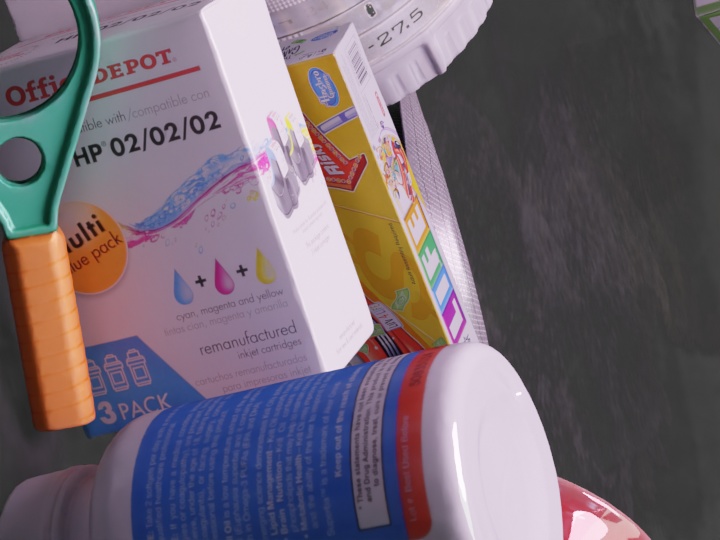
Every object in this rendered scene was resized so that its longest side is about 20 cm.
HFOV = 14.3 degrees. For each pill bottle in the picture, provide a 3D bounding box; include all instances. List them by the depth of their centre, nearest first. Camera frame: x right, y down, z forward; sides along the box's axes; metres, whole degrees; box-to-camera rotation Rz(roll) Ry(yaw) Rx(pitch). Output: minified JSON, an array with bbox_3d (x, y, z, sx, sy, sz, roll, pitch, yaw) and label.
[{"bbox_3d":[-0.033,0.099,1.089,0.112,0.199,0.113,-12,90,-68],"label":"pill bottle"}]

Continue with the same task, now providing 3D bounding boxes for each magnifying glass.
[{"bbox_3d":[-0.131,-0.035,1.114,0.022,0.079,0.201,-120,-159,-72],"label":"magnifying glass"}]

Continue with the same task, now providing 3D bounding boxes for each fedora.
[{"bbox_3d":[0.000,0.000,1.342,0.177,0.090,0.200,80,-4,-46],"label":"fedora"}]

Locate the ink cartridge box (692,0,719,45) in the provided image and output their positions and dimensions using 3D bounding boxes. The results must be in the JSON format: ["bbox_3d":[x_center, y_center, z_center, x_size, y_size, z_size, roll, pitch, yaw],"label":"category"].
[{"bbox_3d":[0.321,-0.224,2.334,0.200,0.059,0.104,33,48,-61],"label":"ink cartridge box"}]

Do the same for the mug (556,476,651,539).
[{"bbox_3d":[0.052,0.218,1.302,0.178,0.133,0.200,73,33,-46],"label":"mug"}]

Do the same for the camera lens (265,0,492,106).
[{"bbox_3d":[-0.042,-0.182,1.282,0.160,0.159,0.200,-81,149,-44],"label":"camera lens"}]

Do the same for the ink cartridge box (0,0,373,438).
[{"bbox_3d":[-0.084,-0.044,1.161,0.068,0.115,0.201,-47,120,-65],"label":"ink cartridge box"}]

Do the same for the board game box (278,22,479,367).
[{"bbox_3d":[-0.032,0.004,1.236,0.034,0.134,0.200,-63,135,-58],"label":"board game box"}]
